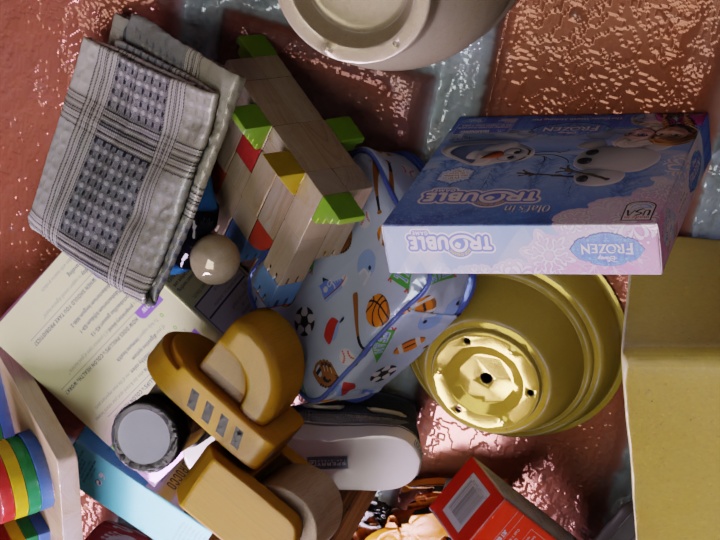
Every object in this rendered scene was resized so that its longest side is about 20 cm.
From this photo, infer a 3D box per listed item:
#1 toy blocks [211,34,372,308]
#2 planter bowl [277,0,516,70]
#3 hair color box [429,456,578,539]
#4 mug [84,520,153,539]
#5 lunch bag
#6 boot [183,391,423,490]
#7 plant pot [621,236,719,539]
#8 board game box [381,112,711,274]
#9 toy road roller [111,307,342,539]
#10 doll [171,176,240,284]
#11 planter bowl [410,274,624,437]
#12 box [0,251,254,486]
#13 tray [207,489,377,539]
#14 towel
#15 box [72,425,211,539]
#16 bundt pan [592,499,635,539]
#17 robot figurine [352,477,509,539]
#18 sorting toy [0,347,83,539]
[{"bbox_3d":[-0.072,-0.067,1.504,0.200,0.100,0.137,55,137,28],"label":"toy blocks"},{"bbox_3d":[0.014,-0.228,1.386,0.199,0.135,0.201,10,121,16],"label":"planter bowl"},{"bbox_3d":[0.157,0.248,1.579,0.200,0.102,0.061,39,94,-19],"label":"hair color box"},{"bbox_3d":[-0.175,0.338,1.781,0.199,0.133,0.178,22,122,13],"label":"mug"},{"bbox_3d":[0.000,0.000,1.527,0.200,0.075,0.161,-46,58,32],"label":"lunch bag"},{"bbox_3d":[-0.048,0.142,1.611,0.199,0.090,0.073,4,113,-2],"label":"boot"},{"bbox_3d":[0.304,0.094,1.425,0.199,0.194,0.197,-3,117,12],"label":"plant pot"},{"bbox_3d":[0.140,-0.059,1.390,0.199,0.199,0.044,0,118,21],"label":"board game box"},{"bbox_3d":[-0.083,0.122,1.484,0.200,0.123,0.146,40,105,6],"label":"toy road roller"},{"bbox_3d":[-0.151,-0.064,1.523,0.200,0.048,0.137,56,133,37],"label":"doll"},{"bbox_3d":[0.111,0.069,1.543,0.199,0.084,0.201,9,120,16],"label":"planter bowl"},{"bbox_3d":[-0.184,0.051,1.642,0.200,0.097,0.176,43,124,-4],"label":"box"},{"bbox_3d":[-0.051,0.198,1.607,0.098,0.200,0.037,8,122,17],"label":"tray"},{"bbox_3d":[-0.183,-0.094,1.499,0.192,0.034,0.201,31,101,47],"label":"towel"},{"bbox_3d":[-0.168,0.203,1.728,0.199,0.082,0.049,33,124,1],"label":"box"},{"bbox_3d":[0.281,0.247,1.526,0.201,0.202,0.076,33,88,2],"label":"bundt pan"},{"bbox_3d":[0.048,0.245,1.681,0.199,0.058,0.146,-11,113,25],"label":"robot figurine"},{"bbox_3d":[-0.316,0.181,1.698,0.200,0.069,0.200,51,148,43],"label":"sorting toy"}]
